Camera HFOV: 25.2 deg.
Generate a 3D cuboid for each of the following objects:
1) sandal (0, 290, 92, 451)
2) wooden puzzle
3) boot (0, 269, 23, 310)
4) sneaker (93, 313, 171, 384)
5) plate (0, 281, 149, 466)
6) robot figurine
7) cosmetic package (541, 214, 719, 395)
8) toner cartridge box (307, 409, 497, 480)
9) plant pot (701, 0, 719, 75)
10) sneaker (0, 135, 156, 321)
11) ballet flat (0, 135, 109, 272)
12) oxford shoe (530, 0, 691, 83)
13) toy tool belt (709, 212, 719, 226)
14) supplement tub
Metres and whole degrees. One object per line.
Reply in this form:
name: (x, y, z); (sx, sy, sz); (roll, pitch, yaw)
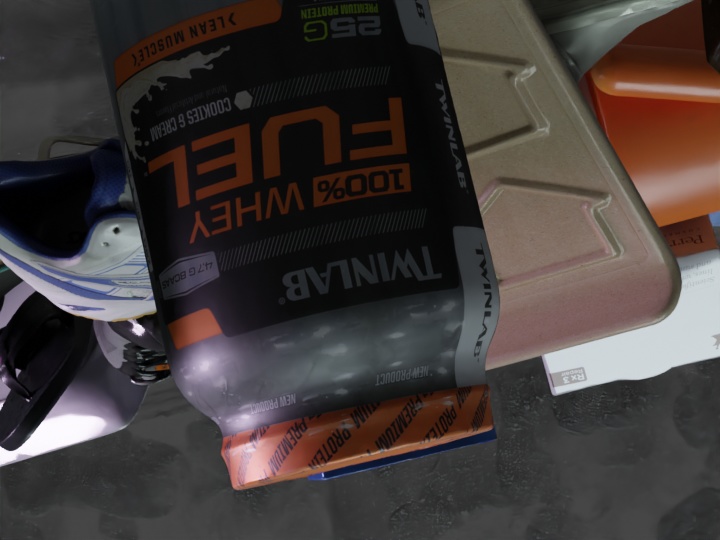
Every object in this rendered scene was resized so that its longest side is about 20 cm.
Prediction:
sandal: (-0.198, 0.035, 0.988); (0.075, 0.048, 0.201); (-43, -157, 28)
wooden puzzle: (0.023, -0.044, 0.719); (0.185, 0.200, 0.046); (-18, -151, 29)
boot: (-0.208, -0.006, 0.948); (0.138, 0.078, 0.200); (-26, 180, 3)
sneaker: (-0.104, 0.024, 0.852); (0.074, 0.080, 0.200); (-11, -173, -14)
plate: (-0.206, 0.045, 1.075); (0.200, 0.032, 0.200); (-18, -145, 29)
robot figurine: (0.149, -0.081, 0.837); (0.199, 0.117, 0.144); (-14, -157, 0)
cosmetic package: (0.147, -0.026, 0.952); (0.113, 0.081, 0.200); (-15, -147, 7)
toner cartridge box: (0.000, 0.000, 0.827); (0.095, 0.201, 0.043); (-12, 176, -15)
plant pot: (0.236, -0.108, 0.564); (0.198, 0.201, 0.200); (-4, 171, -8)
sneaker: (-0.072, -0.018, 0.673); (0.199, 0.076, 0.088); (-7, 156, 22)
ballet flat: (-0.171, -0.034, 0.815); (0.200, 0.063, 0.069); (-14, -163, -31)
oxford shoe: (0.073, -0.096, 0.729); (0.200, 0.058, 0.075); (-19, -165, 29)
toy tool belt: (0.285, -0.070, 1.122); (0.125, 0.123, 0.200); (-8, 171, -33)
supplement tub: (-0.021, -0.029, 0.580); (0.122, 0.201, 0.123); (-14, 173, -2)
